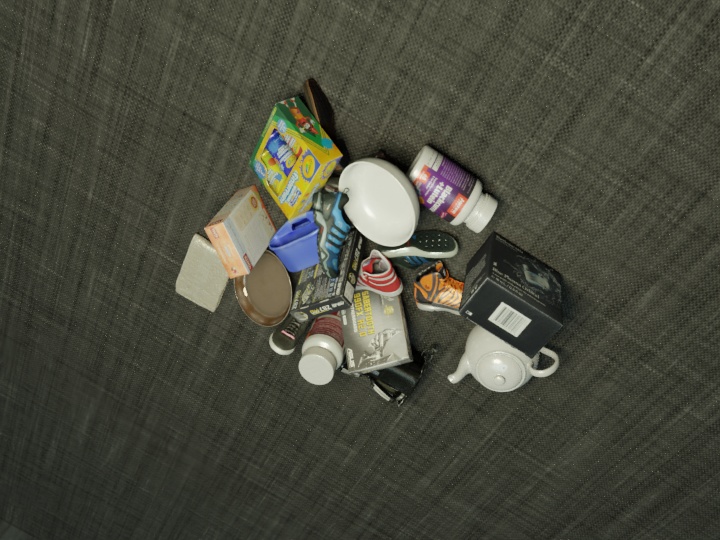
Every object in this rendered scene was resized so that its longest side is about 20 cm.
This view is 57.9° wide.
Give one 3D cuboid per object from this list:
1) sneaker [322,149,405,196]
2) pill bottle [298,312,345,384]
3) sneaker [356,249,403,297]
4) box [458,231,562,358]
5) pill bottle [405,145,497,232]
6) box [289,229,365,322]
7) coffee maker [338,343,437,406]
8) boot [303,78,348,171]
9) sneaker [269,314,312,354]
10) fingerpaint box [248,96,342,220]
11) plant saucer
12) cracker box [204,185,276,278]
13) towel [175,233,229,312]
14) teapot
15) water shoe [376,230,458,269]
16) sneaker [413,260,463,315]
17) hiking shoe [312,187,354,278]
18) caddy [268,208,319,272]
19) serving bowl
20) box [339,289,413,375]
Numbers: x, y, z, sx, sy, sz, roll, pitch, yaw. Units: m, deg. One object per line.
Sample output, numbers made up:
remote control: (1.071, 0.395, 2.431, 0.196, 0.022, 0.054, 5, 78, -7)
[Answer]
sneaker: (0.010, -0.220, 1.457, 0.195, 0.076, 0.118, 11, 118, -3)
pill bottle: (-0.086, 0.186, 1.643, 0.107, 0.201, 0.112, 7, 123, 11)
sneaker: (0.000, 0.000, 1.551, 0.195, 0.073, 0.113, 9, 151, 24)
box: (0.335, 0.050, 1.442, 0.194, 0.201, 0.118, 31, 125, -5)
pill bottle: (0.193, -0.170, 1.403, 0.197, 0.112, 0.112, 32, 124, -5)
box: (-0.076, 0.012, 1.525, 0.158, 0.203, 0.049, -17, 134, 31)
coffee maker: (0.065, 0.220, 1.681, 0.197, 0.135, 0.195, 29, 100, -5)
boot: (-0.105, -0.307, 1.425, 0.095, 0.075, 0.204, -13, 104, 30)
sneaker: (-0.167, 0.135, 1.648, 0.070, 0.200, 0.100, 32, 113, 3)
fingerpaint box: (-0.147, -0.240, 1.416, 0.168, 0.073, 0.200, 53, 140, 9)
plant saucer: (-0.244, 0.040, 1.665, 0.196, 0.032, 0.206, 9, 107, 31)
cracker box: (-0.277, -0.094, 1.528, 0.056, 0.201, 0.136, -13, 117, 21)
towel: (-0.412, 0.009, 1.730, 0.130, 0.035, 0.202, 29, 123, -4)
teapot: (0.345, 0.221, 1.576, 0.195, 0.147, 0.202, 31, 123, -5)
water shoe: (0.137, -0.045, 1.533, 0.195, 0.073, 0.080, 2, 143, 20)
sneaker: (0.218, 0.039, 1.543, 0.195, 0.078, 0.114, -1, 121, 16)
hiking shoe: (-0.054, -0.073, 1.408, 0.084, 0.075, 0.205, -6, 119, 0)
caddy: (-0.124, -0.088, 1.526, 0.196, 0.143, 0.106, -21, 117, 25)
serving bowl: (0.049, -0.154, 1.379, 0.197, 0.066, 0.203, 28, 141, 25)
box: (0.034, 0.138, 1.581, 0.155, 0.205, 0.048, -15, 157, 15)
